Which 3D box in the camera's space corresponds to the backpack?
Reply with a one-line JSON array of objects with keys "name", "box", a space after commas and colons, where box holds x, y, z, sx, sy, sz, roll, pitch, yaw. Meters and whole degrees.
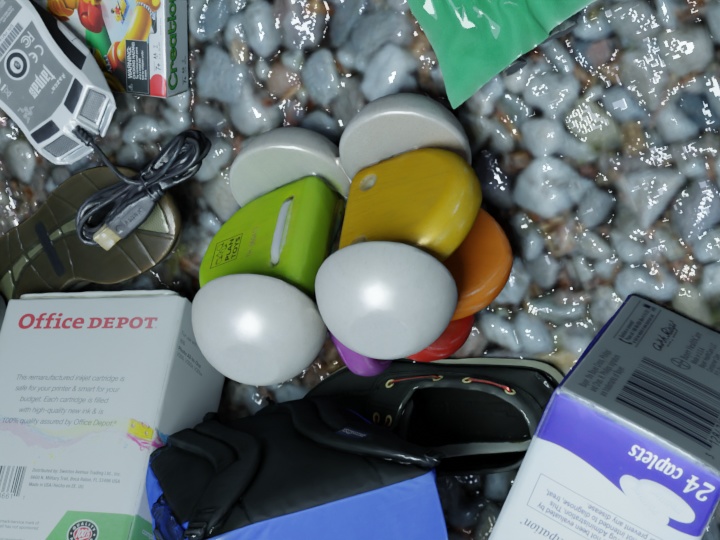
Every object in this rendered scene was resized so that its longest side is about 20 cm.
[{"name": "backpack", "box": [-0.049, 0.171, 0.969, 0.161, 0.200, 0.169, -9, 106, -18]}]

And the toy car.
[{"name": "toy car", "box": [0.000, 0.000, 0.995, 0.199, 0.176, 0.150, -14, 136, 27]}]

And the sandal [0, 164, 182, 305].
[{"name": "sandal", "box": [-0.188, -0.020, 1.121, 0.199, 0.054, 0.082, -28, 87, 43]}]

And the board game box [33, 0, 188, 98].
[{"name": "board game box", "box": [-0.176, -0.221, 1.059, 0.125, 0.035, 0.202, 8, 109, 23]}]

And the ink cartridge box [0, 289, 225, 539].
[{"name": "ink cartridge box", "box": [-0.183, 0.121, 1.078, 0.144, 0.088, 0.201, -2, 65, 24]}]

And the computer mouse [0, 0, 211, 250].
[{"name": "computer mouse", "box": [-0.192, -0.113, 1.050, 0.110, 0.044, 0.200, -45, 79, 23]}]

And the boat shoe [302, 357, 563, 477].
[{"name": "boat shoe", "box": [0.035, 0.097, 1.044, 0.200, 0.063, 0.074, -6, 105, 30]}]

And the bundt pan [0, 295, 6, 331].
[{"name": "bundt pan", "box": [-0.293, 0.089, 1.121, 0.075, 0.202, 0.203, -1, 105, 12]}]

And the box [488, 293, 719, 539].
[{"name": "box", "box": [0.146, 0.143, 0.938, 0.104, 0.184, 0.201, 26, 114, 14]}]

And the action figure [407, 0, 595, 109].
[{"name": "action figure", "box": [0.052, -0.213, 0.948, 0.118, 0.055, 0.201, -33, 83, 30]}]
